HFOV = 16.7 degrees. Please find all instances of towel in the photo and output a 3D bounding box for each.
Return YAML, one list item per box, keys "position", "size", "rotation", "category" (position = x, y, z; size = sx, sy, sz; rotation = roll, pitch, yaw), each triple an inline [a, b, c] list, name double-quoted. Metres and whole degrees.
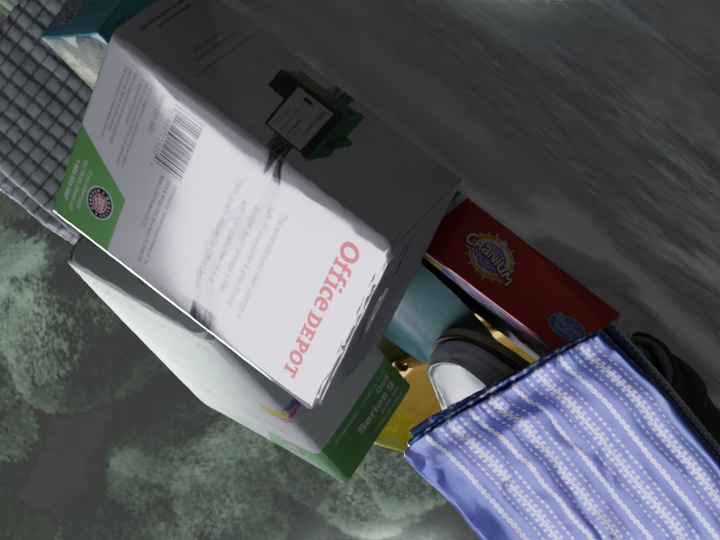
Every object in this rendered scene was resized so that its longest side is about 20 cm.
- position: [-0.204, -0.113, 1.879]
  size: [0.200, 0.166, 0.086]
  rotation: [37, -177, 6]
  category: "towel"
- position: [0.121, 0.117, 1.371]
  size: [0.145, 0.024, 0.200]
  rotation: [49, 141, -5]
  category: "towel"

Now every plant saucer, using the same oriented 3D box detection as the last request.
- position: [0.000, 0.000, 1.530]
  size: [0.200, 0.036, 0.200]
  rotation: [39, 175, 4]
  category: "plant saucer"

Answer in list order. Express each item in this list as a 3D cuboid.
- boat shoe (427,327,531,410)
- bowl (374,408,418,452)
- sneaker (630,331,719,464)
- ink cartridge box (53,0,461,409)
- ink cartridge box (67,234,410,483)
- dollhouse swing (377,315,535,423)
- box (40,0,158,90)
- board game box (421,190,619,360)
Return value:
- position: [0.100, 0.126, 1.469]
  size: [0.200, 0.068, 0.075]
  rotation: [52, 146, -15]
  category: "boat shoe"
- position: [0.033, 0.073, 1.849]
  size: [0.199, 0.108, 0.200]
  rotation: [17, -178, -1]
  category: "bowl"
- position: [0.169, 0.086, 1.422]
  size: [0.114, 0.076, 0.200]
  rotation: [45, 174, -15]
  category: "sneaker"
- position: [-0.060, -0.042, 1.383]
  size: [0.200, 0.084, 0.146]
  rotation: [37, 134, 11]
  category: "ink cartridge box"
- position: [-0.077, 0.035, 1.594]
  size: [0.145, 0.088, 0.200]
  rotation: [27, 166, 38]
  category: "ink cartridge box"
- position: [0.126, 0.053, 1.725]
  size: [0.200, 0.176, 0.181]
  rotation: [39, 135, -18]
  category: "dollhouse swing"
- position: [-0.119, -0.108, 1.656]
  size: [0.200, 0.049, 0.082]
  rotation: [47, 158, -27]
  category: "box"
- position: [0.063, -0.010, 1.469]
  size: [0.200, 0.040, 0.153]
  rotation: [38, 177, 7]
  category: "board game box"
